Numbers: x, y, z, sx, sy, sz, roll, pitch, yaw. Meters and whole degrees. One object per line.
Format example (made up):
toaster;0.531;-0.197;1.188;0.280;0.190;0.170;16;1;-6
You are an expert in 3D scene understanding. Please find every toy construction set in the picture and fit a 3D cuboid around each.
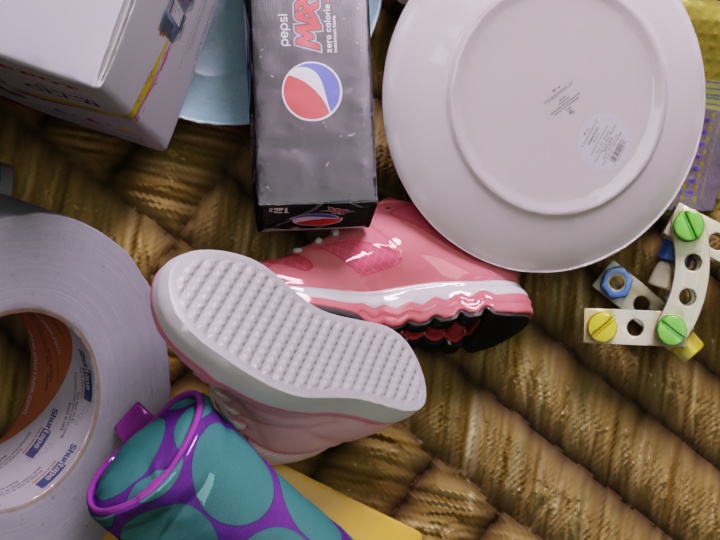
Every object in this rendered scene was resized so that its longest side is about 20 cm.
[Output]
toy construction set;0.242;0.026;1.024;0.199;0.092;0.132;27;91;-8

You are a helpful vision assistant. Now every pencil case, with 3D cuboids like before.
pencil case;-0.047;0.152;0.888;0.085;0.093;0.200;-43;112;6

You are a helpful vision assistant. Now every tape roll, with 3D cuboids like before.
tape roll;-0.194;0.064;0.873;0.199;0.066;0.203;-17;114;-41

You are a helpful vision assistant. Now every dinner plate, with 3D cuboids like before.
dinner plate;0.110;-0.098;0.972;0.198;0.024;0.203;-2;97;-15

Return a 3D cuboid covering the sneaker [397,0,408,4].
sneaker;0.094;-0.161;1.040;0.199;0.081;0.089;31;101;-18

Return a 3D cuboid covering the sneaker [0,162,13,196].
sneaker;-0.250;0.024;0.920;0.079;0.071;0.202;23;76;-13

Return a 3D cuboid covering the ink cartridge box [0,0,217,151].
ink cartridge box;-0.157;-0.162;0.870;0.144;0.200;0.146;19;86;4

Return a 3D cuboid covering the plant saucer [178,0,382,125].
plant saucer;-0.086;-0.180;1.016;0.199;0.039;0.203;2;80;-14

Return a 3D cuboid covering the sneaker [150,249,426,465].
sneaker;-0.061;0.057;0.914;0.199;0.104;0.076;24;48;-48

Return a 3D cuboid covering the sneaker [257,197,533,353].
sneaker;0.000;0.000;0.998;0.198;0.074;0.088;1;65;-17

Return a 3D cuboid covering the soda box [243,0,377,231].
soda box;-0.030;-0.126;0.960;0.070;0.063;0.202;-2;78;-4

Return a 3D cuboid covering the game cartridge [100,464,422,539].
game cartridge;-0.080;0.203;0.952;0.175;0.032;0.202;27;72;-8

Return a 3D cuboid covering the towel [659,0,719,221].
towel;0.139;-0.100;1.022;0.198;0.023;0.145;6;115;-15
